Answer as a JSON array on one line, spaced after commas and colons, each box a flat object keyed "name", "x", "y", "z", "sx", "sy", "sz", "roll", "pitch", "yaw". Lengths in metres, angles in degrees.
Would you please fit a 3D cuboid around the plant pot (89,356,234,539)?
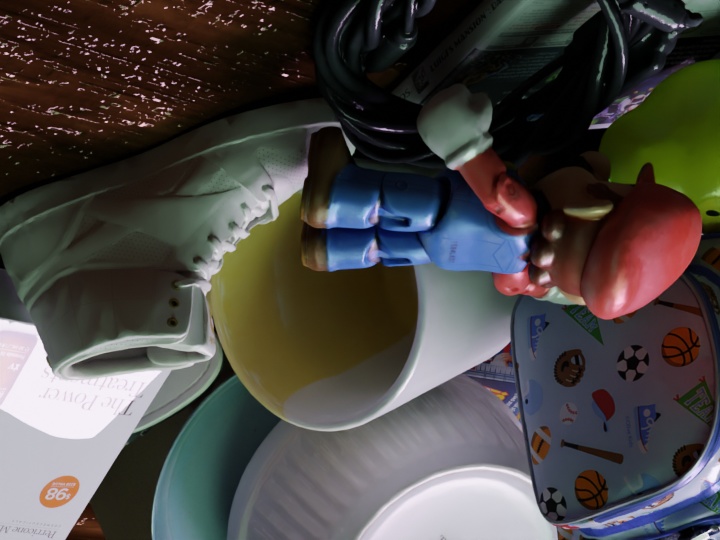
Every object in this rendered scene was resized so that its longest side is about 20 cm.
[{"name": "plant pot", "x": -0.044, "y": 0.145, "z": 1.834, "sx": 0.200, "sy": 0.200, "sz": 0.177, "roll": -14, "pitch": 146, "yaw": -21}]

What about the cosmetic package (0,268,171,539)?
[{"name": "cosmetic package", "x": -0.214, "y": 0.071, "z": 1.516, "sx": 0.200, "sy": 0.052, "sz": 0.151, "roll": 12, "pitch": 123, "yaw": -41}]

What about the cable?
[{"name": "cable", "x": 0.058, "y": -0.107, "z": 1.407, "sx": 0.200, "sy": 0.051, "sz": 0.163, "roll": -28, "pitch": 146, "yaw": 35}]

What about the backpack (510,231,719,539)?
[{"name": "backpack", "x": 0.182, "y": 0.065, "z": 1.534, "sx": 0.190, "sy": 0.200, "sz": 0.154, "roll": -18, "pitch": 164, "yaw": 28}]

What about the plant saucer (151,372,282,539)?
[{"name": "plant saucer", "x": -0.035, "y": 0.131, "z": 1.697, "sx": 0.200, "sy": 0.027, "sz": 0.200, "roll": -10, "pitch": 114, "yaw": -23}]

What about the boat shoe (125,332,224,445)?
[{"name": "boat shoe", "x": -0.160, "y": 0.076, "z": 1.688, "sx": 0.200, "sy": 0.073, "sz": 0.062, "roll": -23, "pitch": 163, "yaw": 22}]

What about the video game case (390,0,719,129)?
[{"name": "video game case", "x": 0.128, "y": -0.126, "z": 1.522, "sx": 0.200, "sy": 0.023, "sz": 0.182, "roll": -7, "pitch": 156, "yaw": -38}]

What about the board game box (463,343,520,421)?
[{"name": "board game box", "x": 0.117, "y": 0.079, "z": 1.847, "sx": 0.200, "sy": 0.062, "sz": 0.200, "roll": 15, "pitch": 152, "yaw": -13}]

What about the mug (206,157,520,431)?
[{"name": "mug", "x": 0.006, "y": -0.005, "z": 1.599, "sx": 0.153, "sy": 0.187, "sz": 0.150, "roll": -11, "pitch": 127, "yaw": -52}]

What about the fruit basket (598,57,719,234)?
[{"name": "fruit basket", "x": 0.231, "y": -0.071, "z": 1.542, "sx": 0.216, "sy": 0.155, "sz": 0.216, "roll": -50, "pitch": 176, "yaw": -5}]

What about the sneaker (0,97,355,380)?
[{"name": "sneaker", "x": -0.080, "y": -0.009, "z": 1.475, "sx": 0.200, "sy": 0.116, "sz": 0.074, "roll": -21, "pitch": 159, "yaw": -4}]

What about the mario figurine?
[{"name": "mario figurine", "x": 0.073, "y": -0.036, "z": 1.439, "sx": 0.200, "sy": 0.106, "sz": 0.123, "roll": 7, "pitch": -178, "yaw": 3}]

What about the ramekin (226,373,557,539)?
[{"name": "ramekin", "x": 0.033, "y": 0.164, "z": 1.667, "sx": 0.200, "sy": 0.105, "sz": 0.200, "roll": -10, "pitch": 115, "yaw": -23}]
